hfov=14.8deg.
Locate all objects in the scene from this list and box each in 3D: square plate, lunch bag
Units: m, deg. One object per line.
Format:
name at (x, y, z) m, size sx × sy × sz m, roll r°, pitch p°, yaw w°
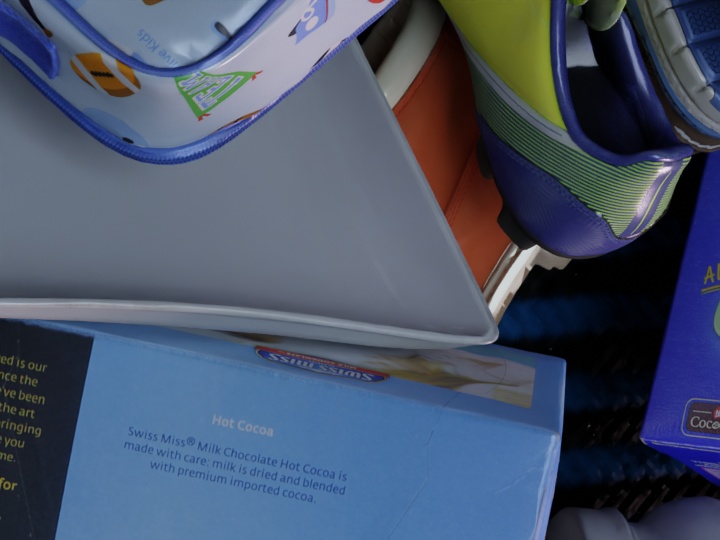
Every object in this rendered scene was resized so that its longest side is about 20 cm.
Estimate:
square plate at (-0.077, -0.046, 0.853) m, size 0.200 × 0.198 × 0.028 m, roll 5°, pitch 131°, yaw -29°
lunch bag at (-0.078, -0.136, 0.834) m, size 0.200 × 0.076 × 0.160 m, roll 42°, pitch 72°, yaw 14°

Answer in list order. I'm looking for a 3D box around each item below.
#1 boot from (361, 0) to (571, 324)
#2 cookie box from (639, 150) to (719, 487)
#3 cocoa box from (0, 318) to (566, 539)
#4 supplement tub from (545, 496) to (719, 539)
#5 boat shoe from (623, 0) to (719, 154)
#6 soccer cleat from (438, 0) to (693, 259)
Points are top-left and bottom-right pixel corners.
boot at (0.000, 0.000, 0.962) m, size 0.107 × 0.075 × 0.200 m, roll 38°, pitch 77°, yaw -21°
cookie box at (0.208, -0.016, 0.979) m, size 0.075 × 0.171 × 0.200 m, roll 31°, pitch 70°, yaw -50°
cocoa box at (-0.044, 0.078, 0.863) m, size 0.200 × 0.133 × 0.132 m, roll 12°, pitch 98°, yaw 3°
supplement tub at (0.165, 0.157, 1.010) m, size 0.200 × 0.140 × 0.141 m, roll 7°, pitch 97°, yaw -9°
boat shoe at (0.086, -0.134, 0.968) m, size 0.072 × 0.072 × 0.200 m, roll -11°, pitch 79°, yaw -33°
soccer cleat at (0.054, -0.101, 0.918) m, size 0.065 × 0.084 × 0.200 m, roll -11°, pitch 70°, yaw -35°
